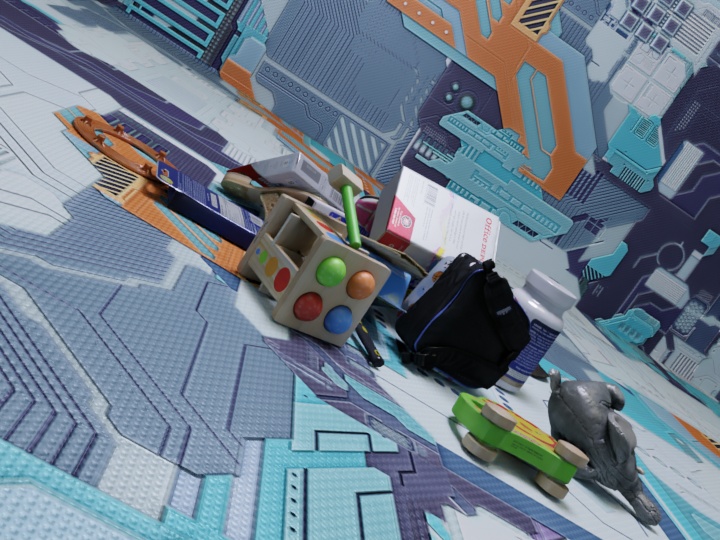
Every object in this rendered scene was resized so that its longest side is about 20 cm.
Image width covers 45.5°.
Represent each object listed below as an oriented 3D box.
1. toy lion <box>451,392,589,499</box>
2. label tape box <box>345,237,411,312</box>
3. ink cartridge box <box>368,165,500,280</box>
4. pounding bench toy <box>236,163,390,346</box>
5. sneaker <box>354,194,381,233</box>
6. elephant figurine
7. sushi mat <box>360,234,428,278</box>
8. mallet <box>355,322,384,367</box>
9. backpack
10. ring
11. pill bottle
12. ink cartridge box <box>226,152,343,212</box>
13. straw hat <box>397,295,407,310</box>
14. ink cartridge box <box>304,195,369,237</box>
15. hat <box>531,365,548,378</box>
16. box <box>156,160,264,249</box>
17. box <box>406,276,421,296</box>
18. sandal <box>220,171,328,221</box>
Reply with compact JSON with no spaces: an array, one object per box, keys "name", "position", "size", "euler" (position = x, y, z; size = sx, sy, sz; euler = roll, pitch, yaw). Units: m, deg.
[{"name":"toy lion","position":[0.206,0.221,1.178],"size":[0.199,0.069,0.192],"euler":[29,5,-20]},{"name":"label tape box","position":[0.000,0.000,1.353],"size":[0.144,0.064,0.200],"euler":[31,-7,-14]},{"name":"ink cartridge box","position":[0.124,-0.059,1.441],"size":[0.199,0.083,0.146],"euler":[27,52,-15]},{"name":"pounding bench toy","position":[-0.040,-0.027,1.141],"size":[0.124,0.201,0.156],"euler":[25,13,-39]},{"name":"sneaker","position":[0.073,-0.105,1.551],"size":[0.199,0.074,0.088],"euler":[11,41,-25]},{"name":"elephant figurine","position":[0.365,0.265,1.291],"size":[0.154,0.142,0.201],"euler":[1,37,-12]},{"name":"sushi mat","position":[0.012,-0.041,1.332],"size":[0.199,0.012,0.096],"euler":[27,-7,37]},{"name":"mallet","position":[-0.014,0.072,1.237],"size":[0.066,0.041,0.200],"euler":[30,15,-25]},{"name":"backpack","position":[0.163,0.086,1.335],"size":[0.190,0.200,0.154],"euler":[42,6,-30]},{"name":"ring","position":[-0.372,-0.199,1.400],"size":[0.200,0.019,0.201],"euler":[33,11,-8]},{"name":"pill bottle","position":[0.287,0.104,1.520],"size":[0.115,0.201,0.116],"euler":[32,11,-7]},{"name":"ink cartridge box","position":[-0.136,-0.144,1.587],"size":[0.199,0.048,0.160],"euler":[-7,-31,40]},{"name":"straw hat","position":[0.103,0.032,1.578],"size":[0.200,0.085,0.202],"euler":[10,58,-17]},{"name":"ink cartridge box","position":[-0.037,-0.052,1.530],"size":[0.199,0.095,0.037],"euler":[25,10,-39]},{"name":"hat","position":[0.339,0.142,1.824],"size":[0.200,0.081,0.201],"euler":[33,10,-7]},{"name":"box","position":[-0.232,-0.096,1.323],"size":[0.199,0.032,0.121],"euler":[32,11,-20]},{"name":"box","position":[0.124,0.031,1.489],"size":[0.064,0.070,0.201],"euler":[-21,71,-36]},{"name":"sandal","position":[-0.163,-0.110,1.534],"size":[0.210,0.070,0.078],"euler":[18,-25,16]}]
